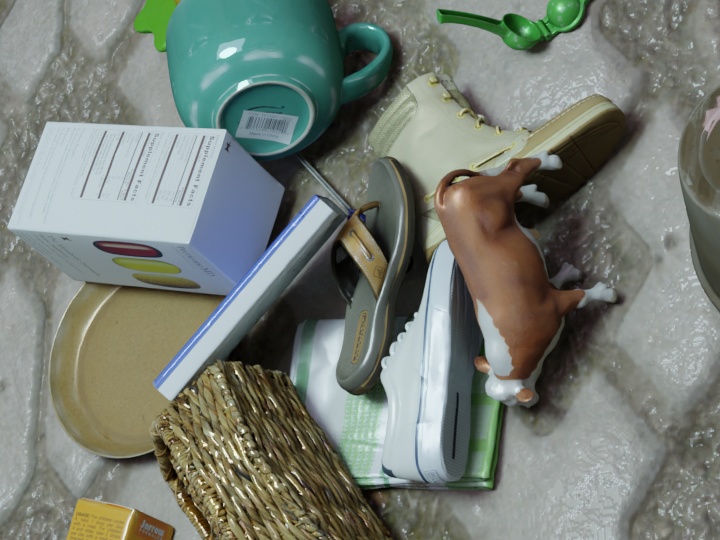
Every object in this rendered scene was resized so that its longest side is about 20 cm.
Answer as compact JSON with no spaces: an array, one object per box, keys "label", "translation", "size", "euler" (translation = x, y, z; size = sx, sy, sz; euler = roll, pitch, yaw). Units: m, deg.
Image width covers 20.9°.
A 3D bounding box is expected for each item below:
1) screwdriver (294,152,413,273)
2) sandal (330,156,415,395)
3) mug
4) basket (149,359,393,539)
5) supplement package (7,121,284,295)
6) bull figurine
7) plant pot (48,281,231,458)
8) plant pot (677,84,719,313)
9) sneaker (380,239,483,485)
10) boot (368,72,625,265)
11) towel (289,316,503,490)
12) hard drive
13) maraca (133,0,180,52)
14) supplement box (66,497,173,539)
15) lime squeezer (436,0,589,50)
[{"label":"screwdriver","translation":[-0.015,-0.058,1.699],"size":[0.028,0.029,0.200],"euler":[-47,49,6]},{"label":"sandal","translation":[0.000,0.000,1.594],"size":[0.082,0.054,0.202],"euler":[169,115,-67]},{"label":"mug","translation":[-0.076,-0.176,1.693],"size":[0.184,0.152,0.115],"euler":[-27,46,16]},{"label":"basket","translation":[-0.095,0.192,1.541],"size":[0.149,0.143,0.201],"euler":[-41,67,17]},{"label":"supplement package","translation":[-0.187,-0.055,1.711],"size":[0.199,0.114,0.110],"euler":[5,67,32]},{"label":"bull figurine","translation":[0.125,0.007,1.520],"size":[0.121,0.201,0.065],"euler":[-29,16,-27]},{"label":"plant pot","translation":[-0.192,0.074,1.745],"size":[0.199,0.027,0.201],"euler":[-13,63,26]},{"label":"plant pot","translation":[0.313,-0.057,1.405],"size":[0.199,0.173,0.201],"euler":[-12,64,25]},{"label":"sneaker","translation":[0.050,0.069,1.544],"size":[0.070,0.073,0.201],"euler":[-3,65,29]},{"label":"boot","translation":[0.108,-0.115,1.617],"size":[0.200,0.073,0.156],"euler":[-39,54,17]},{"label":"towel","translation":[0.025,0.106,1.598],"size":[0.199,0.031,0.150],"euler":[-4,69,30]},{"label":"hard drive","translation":[-0.089,0.022,1.615],"size":[0.025,0.132,0.200],"euler":[41,93,3]},{"label":"maraca","translation":[-0.128,-0.273,1.803],"size":[0.199,0.107,0.138],"euler":[-15,65,26]},{"label":"supplement box","translation":[-0.223,0.298,1.645],"size":[0.068,0.066,0.201],"euler":[3,72,32]},{"label":"lime squeezer","translation":[0.154,-0.225,1.642],"size":[0.199,0.071,0.038],"euler":[-20,38,-11]}]
